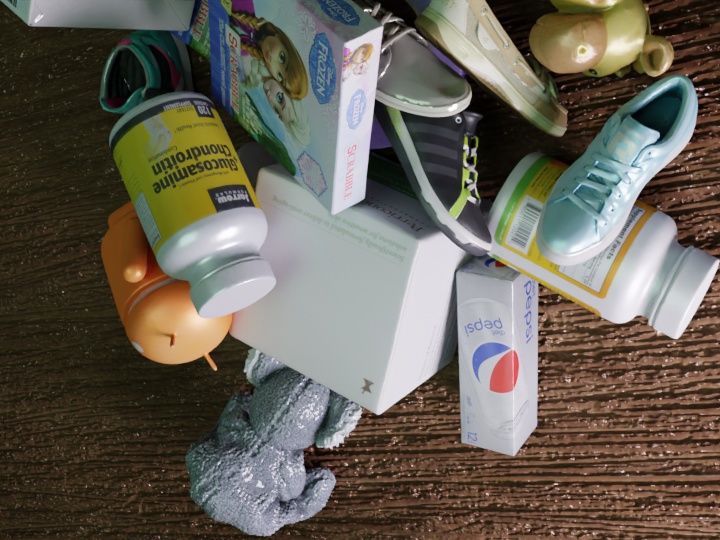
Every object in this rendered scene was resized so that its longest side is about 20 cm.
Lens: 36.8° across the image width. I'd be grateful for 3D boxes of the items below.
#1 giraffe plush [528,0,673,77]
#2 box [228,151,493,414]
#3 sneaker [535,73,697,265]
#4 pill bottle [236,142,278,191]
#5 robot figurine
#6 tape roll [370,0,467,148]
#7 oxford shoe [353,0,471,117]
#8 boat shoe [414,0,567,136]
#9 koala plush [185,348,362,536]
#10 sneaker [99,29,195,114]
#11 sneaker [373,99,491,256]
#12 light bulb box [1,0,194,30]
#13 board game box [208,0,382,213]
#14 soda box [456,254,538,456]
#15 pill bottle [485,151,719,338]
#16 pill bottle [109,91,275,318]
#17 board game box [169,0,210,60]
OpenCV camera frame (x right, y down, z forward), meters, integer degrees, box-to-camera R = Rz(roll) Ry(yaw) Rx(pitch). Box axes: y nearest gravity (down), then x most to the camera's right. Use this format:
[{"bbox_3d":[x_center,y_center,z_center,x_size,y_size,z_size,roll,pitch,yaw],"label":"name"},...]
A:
[{"bbox_3d":[0.194,-0.244,0.953,0.199,0.173,0.163,-13,113,0],"label":"giraffe plush"},{"bbox_3d":[0.000,0.000,1.122,0.198,0.171,0.201,26,119,24],"label":"box"},{"bbox_3d":[0.220,-0.096,0.940,0.074,0.200,0.082,34,165,23],"label":"sneaker"},{"bbox_3d":[-0.153,-0.049,1.239,0.115,0.114,0.200,50,125,8],"label":"pill bottle"},{"bbox_3d":[-0.202,0.011,1.125,0.201,0.116,0.144,64,150,32],"label":"robot figurine"},{"bbox_3d":[0.012,-0.227,1.064,0.199,0.085,0.201,7,117,14],"label":"tape roll"},{"bbox_3d":[0.015,-0.203,0.959,0.200,0.075,0.058,40,144,20],"label":"oxford shoe"},{"bbox_3d":[0.134,-0.191,0.988,0.063,0.200,0.073,-53,34,7],"label":"boat shoe"},{"bbox_3d":[-0.095,0.188,1.261,0.177,0.184,0.200,42,111,13],"label":"koala plush"},{"bbox_3d":[-0.233,-0.181,1.240,0.083,0.121,0.201,-15,98,35],"label":"sneaker"},{"bbox_3d":[0.080,-0.111,0.989,0.083,0.072,0.201,-30,84,16],"label":"sneaker"},{"bbox_3d":[-0.302,-0.353,1.154,0.200,0.197,0.125,40,123,34],"label":"light bulb box"},{"bbox_3d":[-0.065,-0.184,0.972,0.199,0.041,0.201,44,150,28],"label":"board game box"},{"bbox_3d":[0.142,0.085,1.114,0.063,0.068,0.201,10,116,30],"label":"soda box"},{"bbox_3d":[0.225,-0.020,1.012,0.199,0.111,0.112,30,120,20],"label":"pill bottle"},{"bbox_3d":[-0.156,-0.061,1.039,0.112,0.112,0.201,-36,72,35],"label":"pill bottle"},{"bbox_3d":[-0.100,-0.300,1.164,0.199,0.041,0.201,35,121,17],"label":"board game box"}]
